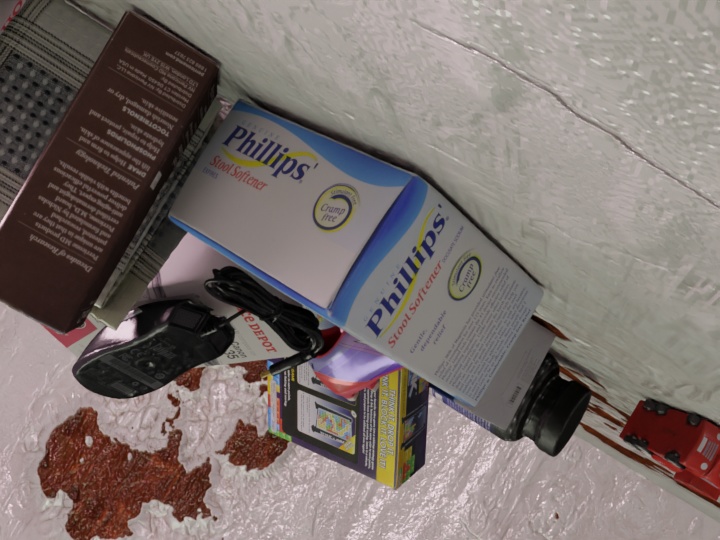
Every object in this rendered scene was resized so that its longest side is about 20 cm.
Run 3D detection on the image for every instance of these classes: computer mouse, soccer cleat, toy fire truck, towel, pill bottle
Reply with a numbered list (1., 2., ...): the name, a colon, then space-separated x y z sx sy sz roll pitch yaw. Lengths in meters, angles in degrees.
1. computer mouse: -0.128 0.057 0.790 0.140 0.199 0.046 33 -141 -41
2. soccer cleat: 0.029 0.045 0.808 0.076 0.067 0.200 43 130 -17
3. toy fire truck: 0.331 0.184 0.946 0.141 0.049 0.200 32 175 -7
4. towel: -0.211 -0.085 0.736 0.199 0.193 0.035 34 168 -13
5. pill bottle: 0.155 0.124 1.109 0.199 0.112 0.112 30 176 23

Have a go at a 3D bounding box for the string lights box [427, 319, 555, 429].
1. string lights box: 0.088 0.067 0.970 0.059 0.103 0.200 29 178 -38

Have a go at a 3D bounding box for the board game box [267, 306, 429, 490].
1. board game box: -0.014 0.088 0.941 0.164 0.201 0.057 18 -151 31

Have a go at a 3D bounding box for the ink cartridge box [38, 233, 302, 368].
1. ink cartridge box: -0.164 0.019 0.846 0.198 0.083 0.147 -8 147 12

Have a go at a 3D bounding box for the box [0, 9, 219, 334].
1. box: -0.173 -0.062 0.653 0.075 0.201 0.100 31 176 -8

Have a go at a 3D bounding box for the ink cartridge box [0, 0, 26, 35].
1. ink cartridge box: -0.318 -0.183 0.672 0.083 0.146 0.200 32 176 -3

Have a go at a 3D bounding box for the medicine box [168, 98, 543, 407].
1. medicine box: -0.001 -0.011 0.691 0.182 0.103 0.200 28 176 41
